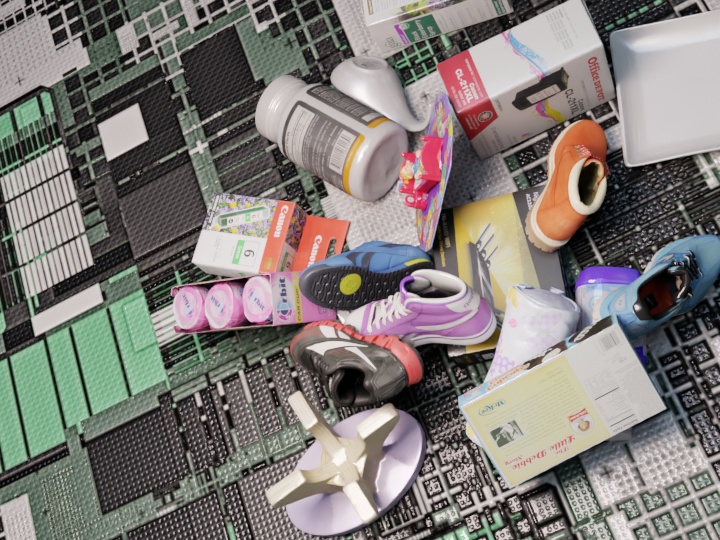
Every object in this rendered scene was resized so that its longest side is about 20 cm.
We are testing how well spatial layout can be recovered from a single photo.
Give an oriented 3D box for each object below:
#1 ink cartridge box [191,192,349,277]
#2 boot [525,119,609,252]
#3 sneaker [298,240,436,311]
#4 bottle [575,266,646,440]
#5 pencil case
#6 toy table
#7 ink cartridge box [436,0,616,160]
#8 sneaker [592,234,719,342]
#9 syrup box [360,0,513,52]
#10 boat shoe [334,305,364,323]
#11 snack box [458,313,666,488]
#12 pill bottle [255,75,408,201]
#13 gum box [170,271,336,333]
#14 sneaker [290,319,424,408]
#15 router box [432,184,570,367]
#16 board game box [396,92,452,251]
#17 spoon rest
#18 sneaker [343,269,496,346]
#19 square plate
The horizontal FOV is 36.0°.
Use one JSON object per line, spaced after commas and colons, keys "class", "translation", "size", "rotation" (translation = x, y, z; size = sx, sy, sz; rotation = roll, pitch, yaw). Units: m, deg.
{"class": "ink cartridge box", "translation": [-0.124, -0.041, 1.528], "size": [0.199, 0.050, 0.110], "rotation": [8, 74, 24]}
{"class": "boot", "translation": [0.275, -0.123, 1.355], "size": [0.075, 0.107, 0.201], "rotation": [29, 57, -7]}
{"class": "sneaker", "translation": [0.000, 0.000, 1.408], "size": [0.078, 0.199, 0.066], "rotation": [46, 133, 44]}
{"class": "bottle", "translation": [0.294, 0.097, 1.306], "size": [0.083, 0.065, 0.201], "rotation": [3, 71, 4]}
{"class": "pencil case", "translation": [0.188, 0.117, 1.295], "size": [0.090, 0.083, 0.201], "rotation": [20, 103, 20]}
{"class": "toy table", "translation": [-0.020, 0.238, 1.348], "size": [0.200, 0.117, 0.184], "rotation": [-47, 62, -2]}
{"class": "ink cartridge box", "translation": [0.216, -0.243, 1.420], "size": [0.199, 0.146, 0.083], "rotation": [-24, 65, 11]}
{"class": "sneaker", "translation": [0.361, 0.019, 1.266], "size": [0.200, 0.090, 0.079], "rotation": [-34, 89, -28]}
{"class": "syrup box", "translation": [0.105, -0.383, 1.553], "size": [0.199, 0.079, 0.082], "rotation": [-15, 66, 15]}
{"class": "boat shoe", "translation": [0.008, 0.063, 1.430], "size": [0.065, 0.072, 0.200], "rotation": [-31, 57, -9]}
{"class": "snack box", "translation": [0.223, 0.147, 1.233], "size": [0.199, 0.037, 0.117], "rotation": [-30, 102, 12]}
{"class": "pill bottle", "translation": [-0.042, -0.185, 1.515], "size": [0.199, 0.116, 0.117], "rotation": [32, 84, 28]}
{"class": "gum box", "translation": [-0.143, 0.042, 1.430], "size": [0.199, 0.113, 0.067], "rotation": [-7, 87, 41]}
{"class": "sneaker", "translation": [-0.024, 0.113, 1.314], "size": [0.200, 0.071, 0.098], "rotation": [10, 38, 43]}
{"class": "router box", "translation": [0.177, 0.007, 1.394], "size": [0.156, 0.052, 0.201], "rotation": [-14, 67, 15]}
{"class": "board game box", "translation": [0.075, -0.124, 1.401], "size": [0.039, 0.201, 0.158], "rotation": [5, 36, -8]}
{"class": "spoon rest", "translation": [0.039, -0.242, 1.520], "size": [0.099, 0.061, 0.200], "rotation": [-20, 40, -35]}
{"class": "sneaker", "translation": [0.050, 0.040, 1.314], "size": [0.199, 0.114, 0.073], "rotation": [-10, 56, 28]}
{"class": "square plate", "translation": [0.426, -0.233, 1.403], "size": [0.199, 0.028, 0.200], "rotation": [-9, 67, 18]}
